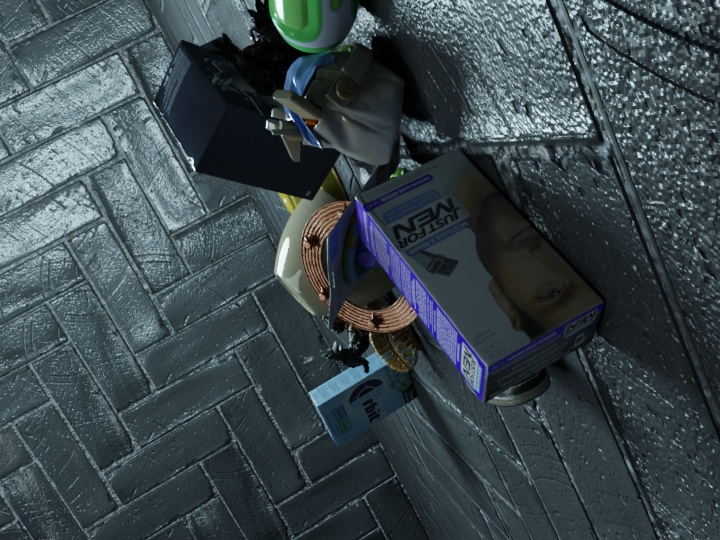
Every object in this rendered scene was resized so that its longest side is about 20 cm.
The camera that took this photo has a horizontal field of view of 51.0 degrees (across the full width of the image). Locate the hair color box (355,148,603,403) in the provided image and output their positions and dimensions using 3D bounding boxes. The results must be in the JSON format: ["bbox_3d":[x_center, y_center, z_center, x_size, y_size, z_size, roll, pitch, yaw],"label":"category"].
[{"bbox_3d":[0.090,-0.004,0.625,0.200,0.109,0.065,54,163,33],"label":"hair color box"}]

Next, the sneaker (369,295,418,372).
[{"bbox_3d":[0.042,0.084,1.326,0.200,0.076,0.088,57,-167,9],"label":"sneaker"}]

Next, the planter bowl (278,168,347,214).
[{"bbox_3d":[-0.099,-0.150,1.288,0.201,0.083,0.200,58,170,17],"label":"planter bowl"}]

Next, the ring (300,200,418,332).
[{"bbox_3d":[0.000,0.000,1.025,0.200,0.019,0.201,17,125,26],"label":"ring"}]

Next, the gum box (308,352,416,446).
[{"bbox_3d":[0.009,0.255,1.545,0.045,0.200,0.170,52,168,41],"label":"gum box"}]

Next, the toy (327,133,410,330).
[{"bbox_3d":[0.022,-0.040,0.763,0.200,0.047,0.115,-63,-20,-47],"label":"toy"}]

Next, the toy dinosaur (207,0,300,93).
[{"bbox_3d":[-0.112,-0.284,1.014,0.200,0.102,0.136,32,177,42],"label":"toy dinosaur"}]

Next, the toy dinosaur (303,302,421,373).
[{"bbox_3d":[-0.004,0.092,1.244,0.200,0.136,0.102,17,171,30],"label":"toy dinosaur"}]

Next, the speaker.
[{"bbox_3d":[-0.042,-0.268,0.630,0.089,0.088,0.200,59,170,13],"label":"speaker"}]

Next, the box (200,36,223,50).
[{"bbox_3d":[-0.272,-0.350,1.544,0.148,0.107,0.200,50,167,50],"label":"box"}]

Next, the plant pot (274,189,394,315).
[{"bbox_3d":[-0.053,-0.008,1.165,0.200,0.134,0.200,43,170,9],"label":"plant pot"}]

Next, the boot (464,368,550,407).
[{"bbox_3d":[0.111,0.037,0.764,0.151,0.073,0.200,64,178,-23],"label":"boot"}]

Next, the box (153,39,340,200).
[{"bbox_3d":[-0.154,-0.206,1.049,0.200,0.104,0.182,9,-146,-43],"label":"box"}]

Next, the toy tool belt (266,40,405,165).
[{"bbox_3d":[-0.042,-0.171,0.759,0.200,0.123,0.125,-141,58,-68],"label":"toy tool belt"}]
